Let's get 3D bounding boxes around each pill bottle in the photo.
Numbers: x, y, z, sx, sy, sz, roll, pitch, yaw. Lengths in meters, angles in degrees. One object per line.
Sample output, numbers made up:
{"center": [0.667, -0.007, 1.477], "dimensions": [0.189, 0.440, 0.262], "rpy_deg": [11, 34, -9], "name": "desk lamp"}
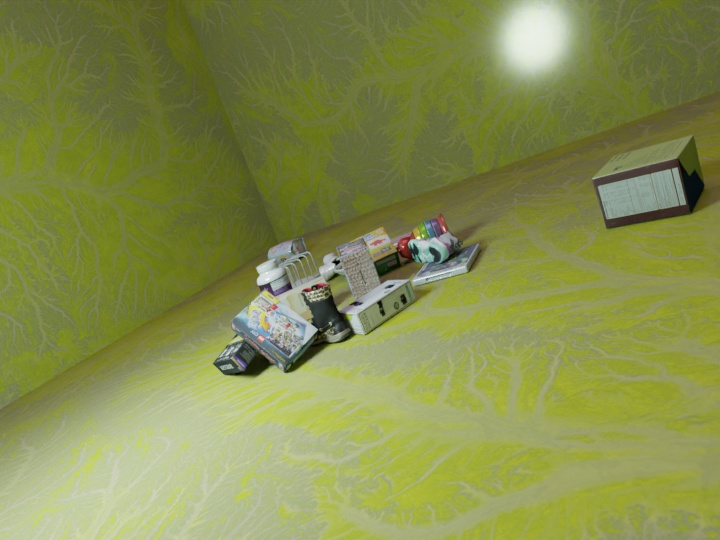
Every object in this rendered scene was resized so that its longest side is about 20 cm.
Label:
{"center": [-0.295, 0.070, 1.855], "dimensions": [0.109, 0.206, 0.113], "rpy_deg": [-21, 11, 4], "name": "pill bottle"}

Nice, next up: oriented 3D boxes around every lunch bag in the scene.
{"center": [-0.424, -0.104, 3.045], "dimensions": [0.164, 0.132, 0.199], "rpy_deg": [-16, 4, 20], "name": "lunch bag"}

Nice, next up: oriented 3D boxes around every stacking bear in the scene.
{"center": [0.223, -0.107, 1.877], "dimensions": [0.195, 0.117, 0.122], "rpy_deg": [-26, 11, 10], "name": "stacking bear"}

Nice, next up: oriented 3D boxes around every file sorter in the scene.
{"center": [-0.284, 0.019, 2.244], "dimensions": [0.135, 0.128, 0.200], "rpy_deg": [-15, 14, 31], "name": "file sorter"}

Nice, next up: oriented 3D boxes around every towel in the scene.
{"center": [0.168, -0.120, 2.227], "dimensions": [0.142, 0.031, 0.200], "rpy_deg": [-18, 11, 24], "name": "towel"}

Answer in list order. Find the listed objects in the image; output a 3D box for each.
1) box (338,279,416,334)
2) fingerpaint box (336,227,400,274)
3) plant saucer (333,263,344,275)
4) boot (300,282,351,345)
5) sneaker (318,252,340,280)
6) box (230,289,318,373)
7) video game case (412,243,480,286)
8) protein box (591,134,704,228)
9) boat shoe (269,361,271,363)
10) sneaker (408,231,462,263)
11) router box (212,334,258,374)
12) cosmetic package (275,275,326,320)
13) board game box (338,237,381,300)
{"center": [0.045, 0.097, 1.438], "dimensions": [0.197, 0.062, 0.115], "rpy_deg": [-30, 14, -28], "name": "box"}
{"center": [0.028, -0.051, 1.926], "dimensions": [0.194, 0.075, 0.168], "rpy_deg": [-24, 40, -4], "name": "fingerpaint box"}
{"center": [-0.009, -0.021, 2.072], "dimensions": [0.194, 0.052, 0.201], "rpy_deg": [-22, 12, 5], "name": "plant saucer"}
{"center": [-0.122, 0.120, 1.430], "dimensions": [0.196, 0.155, 0.072], "rpy_deg": [-10, 16, 46], "name": "boot"}
{"center": [-0.107, -0.026, 2.205], "dimensions": [0.097, 0.079, 0.201], "rpy_deg": [-28, 20, 17], "name": "sneaker"}
{"center": [-0.226, 0.156, 1.388], "dimensions": [0.137, 0.197, 0.038], "rpy_deg": [-44, -22, -32], "name": "box"}
{"center": [0.265, -0.019, 1.610], "dimensions": [0.177, 0.024, 0.200], "rpy_deg": [-17, 14, 29], "name": "video game case"}
{"center": [0.724, -0.221, 1.324], "dimensions": [0.196, 0.139, 0.197], "rpy_deg": [-9, 18, 46], "name": "protein box"}
{"center": [-0.241, 0.203, 1.519], "dimensions": [0.071, 0.065, 0.200], "rpy_deg": [-24, 12, -6], "name": "boat shoe"}
{"center": [0.250, -0.081, 1.687], "dimensions": [0.137, 0.080, 0.198], "rpy_deg": [-27, 22, -23], "name": "sneaker"}
{"center": [-0.327, 0.211, 1.489], "dimensions": [0.159, 0.052, 0.198], "rpy_deg": [-53, 15, -29], "name": "router box"}
{"center": [-0.189, 0.107, 1.739], "dimensions": [0.195, 0.108, 0.071], "rpy_deg": [-25, 13, -3], "name": "cosmetic package"}
{"center": [0.000, 0.000, 1.696], "dimensions": [0.094, 0.164, 0.200], "rpy_deg": [-21, 13, 1], "name": "board game box"}
